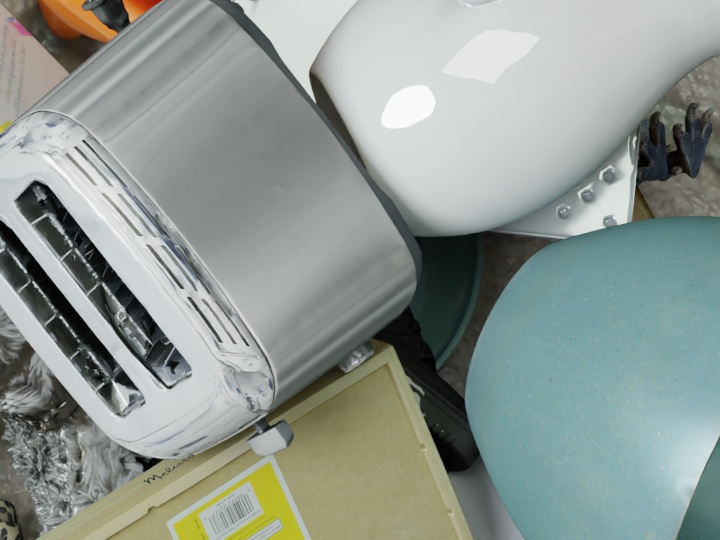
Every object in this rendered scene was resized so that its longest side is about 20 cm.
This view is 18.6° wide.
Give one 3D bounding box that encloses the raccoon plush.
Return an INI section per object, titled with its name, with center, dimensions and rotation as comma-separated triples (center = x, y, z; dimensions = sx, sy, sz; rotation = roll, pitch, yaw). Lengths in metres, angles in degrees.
[raccoon plush]
center = -0.135, 0.059, 0.993
dimensions = 0.097, 0.134, 0.201
rotation = -39, 108, -26

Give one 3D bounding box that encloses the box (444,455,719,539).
[box]
center = 0.073, 0.140, 1.056
dimensions = 0.116, 0.060, 0.200
rotation = 40, 68, 7

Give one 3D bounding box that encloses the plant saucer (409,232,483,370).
[plant saucer]
center = -0.038, -0.011, 1.112
dimensions = 0.198, 0.036, 0.202
rotation = 3, 68, -8

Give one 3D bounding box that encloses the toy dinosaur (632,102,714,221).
[toy dinosaur]
center = 0.077, -0.074, 1.122
dimensions = 0.180, 0.201, 0.105
rotation = 12, 29, 32

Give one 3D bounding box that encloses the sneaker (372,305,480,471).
[sneaker]
center = 0.000, 0.002, 1.057
dimensions = 0.199, 0.060, 0.104
rotation = 35, 68, 17

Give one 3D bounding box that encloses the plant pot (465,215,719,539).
[plant pot]
center = 0.126, 0.057, 0.975
dimensions = 0.134, 0.201, 0.200
rotation = 27, 66, 25

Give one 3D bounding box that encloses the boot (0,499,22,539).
[boot]
center = -0.220, 0.198, 0.981
dimensions = 0.202, 0.074, 0.155
rotation = -14, 72, -24

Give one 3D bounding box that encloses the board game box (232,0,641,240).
[board game box]
center = 0.038, -0.119, 1.046
dimensions = 0.198, 0.026, 0.202
rotation = 6, 80, 2

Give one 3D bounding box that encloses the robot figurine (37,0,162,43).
[robot figurine]
center = -0.114, -0.192, 1.110
dimensions = 0.116, 0.145, 0.201
rotation = 2, 40, -6

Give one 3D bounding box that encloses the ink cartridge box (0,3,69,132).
[ink cartridge box]
center = -0.191, -0.079, 1.003
dimensions = 0.067, 0.117, 0.200
rotation = -35, 118, 16

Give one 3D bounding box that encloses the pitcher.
[pitcher]
center = 0.077, -0.110, 0.945
dimensions = 0.199, 0.172, 0.122
rotation = -27, 56, -5

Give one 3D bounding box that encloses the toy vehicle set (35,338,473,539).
[toy vehicle set]
center = -0.047, 0.131, 0.950
dimensions = 0.199, 0.026, 0.125
rotation = -31, 111, -23

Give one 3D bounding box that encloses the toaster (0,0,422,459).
[toaster]
center = -0.077, -0.021, 0.903
dimensions = 0.200, 0.113, 0.129
rotation = 53, 45, -8
